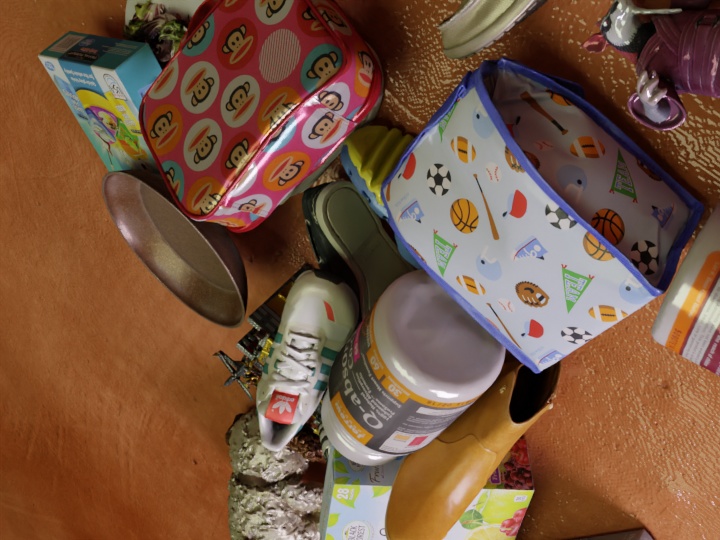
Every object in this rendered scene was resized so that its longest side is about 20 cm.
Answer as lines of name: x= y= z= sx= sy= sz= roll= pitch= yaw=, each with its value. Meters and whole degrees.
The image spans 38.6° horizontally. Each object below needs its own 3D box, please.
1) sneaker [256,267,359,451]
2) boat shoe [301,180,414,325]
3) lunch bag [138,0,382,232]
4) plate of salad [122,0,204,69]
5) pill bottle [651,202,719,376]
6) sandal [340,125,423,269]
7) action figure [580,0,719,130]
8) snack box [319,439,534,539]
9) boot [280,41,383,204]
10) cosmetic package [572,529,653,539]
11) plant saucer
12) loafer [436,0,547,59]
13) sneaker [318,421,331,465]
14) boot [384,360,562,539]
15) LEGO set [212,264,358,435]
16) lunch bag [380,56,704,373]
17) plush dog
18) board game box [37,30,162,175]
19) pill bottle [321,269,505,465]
sneaker: x=-0.054 y=0.091 z=0.951 sx=0.069 sy=0.094 sz=0.201 roll=20 pitch=134 yaw=-3
boat shoe: x=-0.002 y=0.001 z=0.981 sx=0.066 sy=0.075 sz=0.200 roll=13 pitch=142 yaw=52
lunch bag: x=-0.094 y=-0.151 z=0.847 sx=0.200 sy=0.082 sz=0.177 roll=-43 pitch=62 yaw=20
plate of salad: x=-0.158 y=-0.191 z=0.979 sx=0.198 sy=0.048 sz=0.202 roll=24 pitch=137 yaw=25
pill bottle: x=0.312 y=0.045 z=0.698 sx=0.199 sy=0.114 sz=0.115 roll=30 pitch=138 yaw=20
sandal: x=0.052 y=-0.038 z=0.897 sx=0.200 sy=0.079 sz=0.087 roll=49 pitch=145 yaw=0
action figure: x=0.235 y=-0.143 z=0.651 sx=0.199 sy=0.135 sz=0.148 roll=22 pitch=179 yaw=44
snack box: x=0.061 y=0.242 z=1.049 sx=0.197 sy=0.068 sz=0.170 roll=3 pitch=134 yaw=-5
boot: x=-0.053 y=-0.115 z=0.908 sx=0.073 sy=0.096 sz=0.200 roll=42 pitch=141 yaw=5
cosmetic package: x=0.216 y=0.336 z=1.036 sx=0.090 sy=0.107 sz=0.199 roll=50 pitch=139 yaw=-5
plant saucer: x=-0.179 y=-0.028 z=1.034 sx=0.199 sy=0.037 sz=0.201 roll=34 pitch=153 yaw=20
loafer: x=0.115 y=-0.221 z=0.691 sx=0.068 sy=0.076 sz=0.200 roll=49 pitch=132 yaw=-1
sneaker: x=0.043 y=0.206 z=1.114 sx=0.114 sy=0.076 sz=0.200 roll=-24 pitch=142 yaw=10
boot: x=0.100 y=0.157 z=0.913 sx=0.070 sy=0.202 sz=0.144 roll=37 pitch=151 yaw=-1
LEGO set: x=-0.068 y=0.102 z=1.087 sx=0.154 sy=0.116 sz=0.200 roll=45 pitch=141 yaw=2
lunch bag: x=0.126 y=-0.048 z=0.784 sx=0.199 sy=0.124 sz=0.170 roll=39 pitch=142 yaw=-2
plush dog: x=-0.113 y=0.253 z=1.255 sx=0.198 sy=0.159 sz=0.174 roll=-2 pitch=95 yaw=41
board game box: x=-0.224 y=-0.137 z=1.037 sx=0.150 sy=0.047 sz=0.201 roll=19 pitch=144 yaw=44
pill bottle: x=0.037 y=0.093 z=0.898 sx=0.116 sy=0.116 sz=0.200 roll=42 pitch=145 yaw=6
